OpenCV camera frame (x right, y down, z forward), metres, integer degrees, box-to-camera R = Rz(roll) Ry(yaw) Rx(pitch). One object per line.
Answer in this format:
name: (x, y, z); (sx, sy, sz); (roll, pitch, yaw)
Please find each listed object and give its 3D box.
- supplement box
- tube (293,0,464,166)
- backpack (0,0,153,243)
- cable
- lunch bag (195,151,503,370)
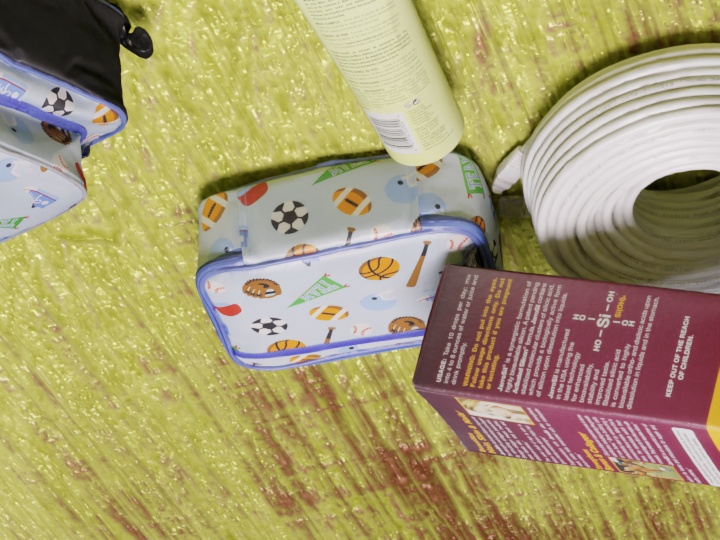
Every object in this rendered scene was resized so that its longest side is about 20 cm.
supplement box: (0.146, 0.064, 1.505); (0.199, 0.086, 0.110); (7, 158, 26)
tube: (0.006, -0.140, 1.427); (0.058, 0.052, 0.200); (-46, 139, -12)
backpack: (-0.243, -0.092, 1.389); (0.190, 0.155, 0.200); (-20, 146, 38)
cable: (0.198, -0.058, 1.535); (0.199, 0.069, 0.200); (10, 143, -18)
lunch bag: (0.000, 0.000, 1.597); (0.199, 0.076, 0.160); (-7, 147, 7)
